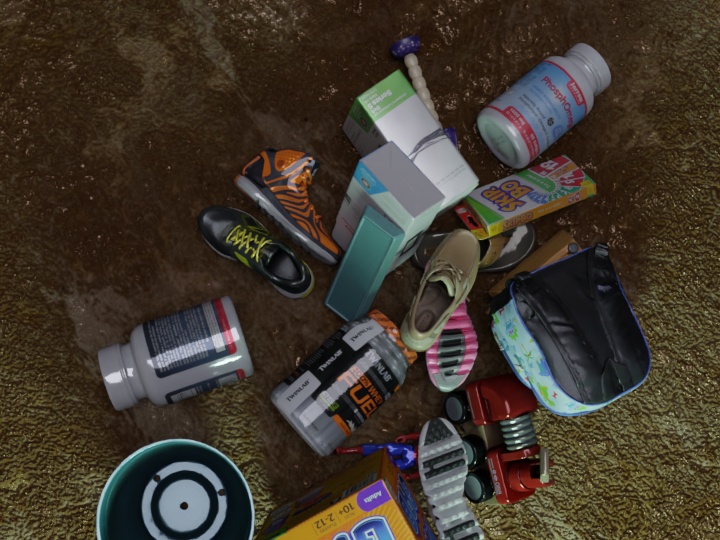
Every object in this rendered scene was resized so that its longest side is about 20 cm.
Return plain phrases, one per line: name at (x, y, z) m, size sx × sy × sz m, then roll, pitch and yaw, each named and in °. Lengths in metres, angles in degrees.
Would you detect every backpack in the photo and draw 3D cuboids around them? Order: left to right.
backpack at (0.290, 0.095, 1.372) m, size 0.182 × 0.147 × 0.201 m, roll -20°, pitch 74°, yaw -20°

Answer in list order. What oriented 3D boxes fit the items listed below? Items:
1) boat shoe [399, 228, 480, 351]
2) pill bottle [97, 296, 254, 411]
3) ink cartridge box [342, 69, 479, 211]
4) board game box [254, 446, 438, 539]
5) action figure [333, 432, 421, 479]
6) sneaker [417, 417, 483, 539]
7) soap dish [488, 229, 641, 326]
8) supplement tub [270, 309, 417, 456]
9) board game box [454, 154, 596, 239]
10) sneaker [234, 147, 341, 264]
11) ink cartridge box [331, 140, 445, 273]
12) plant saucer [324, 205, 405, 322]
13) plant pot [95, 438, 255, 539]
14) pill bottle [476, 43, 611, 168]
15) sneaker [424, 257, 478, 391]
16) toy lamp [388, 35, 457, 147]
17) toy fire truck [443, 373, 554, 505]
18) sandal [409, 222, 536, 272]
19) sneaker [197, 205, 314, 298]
boat shoe at (0.120, 0.020, 1.404) m, size 0.071 × 0.065 × 0.201 m, roll 25°, pitch 66°, yaw 3°
pill bottle at (-0.260, 0.122, 1.408) m, size 0.198 × 0.120 × 0.121 m, roll -18°, pitch 85°, yaw -9°
ink cartridge box at (0.070, -0.172, 1.471) m, size 0.084 × 0.146 × 0.201 m, roll -35°, pitch 87°, yaw -13°
board game box at (-0.005, 0.388, 1.336) m, size 0.199 × 0.200 × 0.201 m, roll -30°, pitch 90°, yaw 4°
action figure at (0.063, 0.273, 1.463) m, size 0.198 × 0.052 × 0.066 m, roll -5°, pitch 80°, yaw -10°
sneaker at (0.117, 0.309, 1.423) m, size 0.074 × 0.081 × 0.202 m, roll -11°, pitch 92°, yaw -12°
soap dish at (0.313, 0.061, 1.502) m, size 0.157 × 0.081 × 0.201 m, roll -38°, pitch 89°, yaw -10°
supplement tub at (-0.021, 0.157, 1.430) m, size 0.200 × 0.123 × 0.123 m, roll -43°, pitch 89°, yaw -10°
board game box at (0.247, -0.112, 1.517) m, size 0.198 × 0.096 × 0.030 m, roll -24°, pitch 130°, yaw -7°
sneaker at (-0.082, -0.107, 1.480) m, size 0.200 × 0.078 × 0.112 m, roll 43°, pitch 81°, yaw 0°
ink cartridge box at (0.035, -0.078, 1.436) m, size 0.067 × 0.200 × 0.116 m, roll -35°, pitch 76°, yaw -28°
plant saucer at (0.000, 0.000, 1.424) m, size 0.070 × 0.201 × 0.019 m, roll 37°, pitch 45°, yaw 13°
plant pot at (-0.243, 0.327, 1.348) m, size 0.198 × 0.188 × 0.202 m, roll 1°, pitch 82°, yaw -7°
pill bottle at (0.283, -0.255, 1.527) m, size 0.200 × 0.109 × 0.109 m, roll -40°, pitch 88°, yaw -10°
sneaker at (0.122, 0.084, 1.466) m, size 0.078 × 0.095 × 0.202 m, roll 6°, pitch 68°, yaw -10°
toy lamp at (0.100, -0.257, 1.533) m, size 0.058 × 0.058 × 0.202 m, roll -21°, pitch 84°, yaw -9°
toy fire truck at (0.215, 0.233, 1.389) m, size 0.128 × 0.199 × 0.178 m, roll -8°, pitch 82°, yaw -39°
sandal at (0.172, -0.038, 1.512) m, size 0.198 × 0.055 × 0.083 m, roll -3°, pitch 83°, yaw -7°
sneaker at (-0.149, -0.036, 1.459) m, size 0.199 × 0.085 × 0.075 m, roll 32°, pitch 79°, yaw -2°
